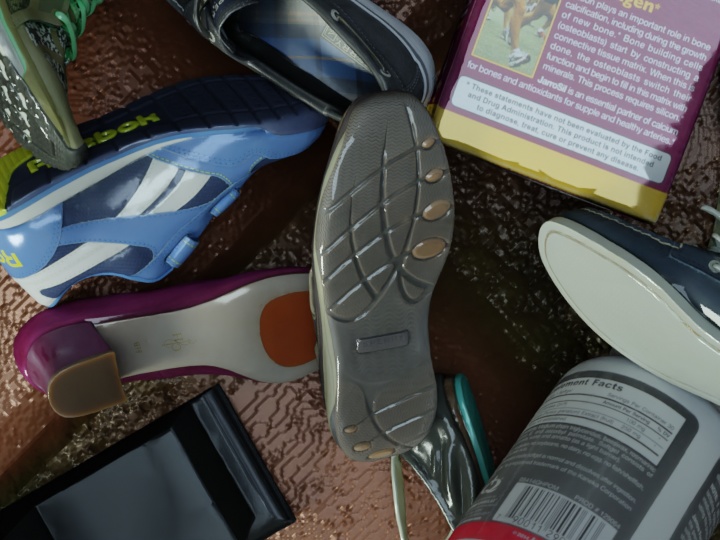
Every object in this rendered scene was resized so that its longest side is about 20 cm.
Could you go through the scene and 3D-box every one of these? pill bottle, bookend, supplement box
[{"bbox_3d":[0.129,0.116,0.797,0.111,0.111,0.200,44,58,-4],"label":"pill bottle"},{"bbox_3d":[-0.143,0.158,0.787,0.199,0.199,0.093,-30,93,1],"label":"bookend"},{"bbox_3d":[0.124,-0.142,0.812,0.130,0.103,0.202,21,95,-3],"label":"supplement box"}]

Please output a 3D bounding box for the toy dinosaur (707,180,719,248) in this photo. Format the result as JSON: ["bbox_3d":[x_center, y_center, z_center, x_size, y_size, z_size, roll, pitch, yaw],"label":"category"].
[{"bbox_3d":[0.234,-0.077,0.850,0.087,0.047,0.202,9,96,13],"label":"toy dinosaur"}]

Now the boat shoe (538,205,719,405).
[{"bbox_3d":[0.178,0.021,0.749,0.199,0.075,0.062,32,64,29],"label":"boat shoe"}]

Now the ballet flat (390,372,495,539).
[{"bbox_3d":[0.063,0.156,0.862,0.068,0.068,0.202,-24,85,11],"label":"ballet flat"}]

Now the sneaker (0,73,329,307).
[{"bbox_3d":[-0.108,-0.046,0.834,0.198,0.074,0.083,-21,120,-7],"label":"sneaker"}]

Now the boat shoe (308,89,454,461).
[{"bbox_3d":[0.000,0.000,0.801,0.074,0.073,0.202,-5,115,-21],"label":"boat shoe"}]

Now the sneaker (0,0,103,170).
[{"bbox_3d":[-0.162,-0.148,0.801,0.088,0.077,0.202,-16,71,-15],"label":"sneaker"}]

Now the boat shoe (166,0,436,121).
[{"bbox_3d":[-0.054,-0.135,0.810,0.199,0.066,0.070,37,121,5],"label":"boat shoe"}]

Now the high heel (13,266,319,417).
[{"bbox_3d":[-0.093,0.024,0.859,0.198,0.096,0.068,-11,113,-22],"label":"high heel"}]
